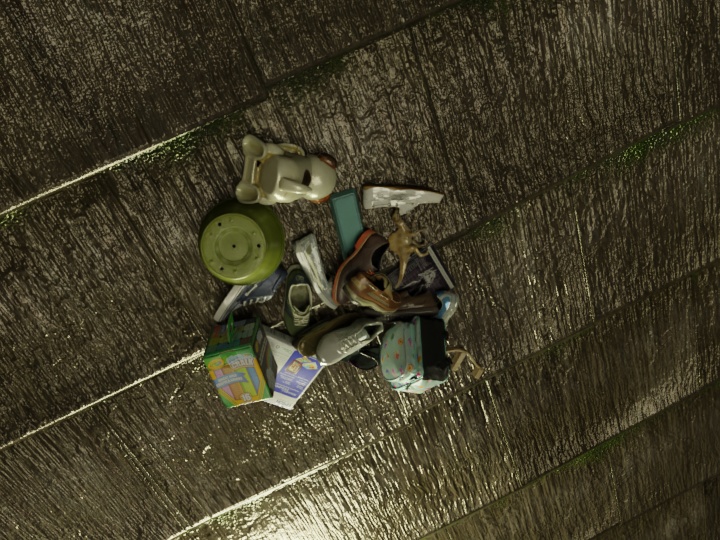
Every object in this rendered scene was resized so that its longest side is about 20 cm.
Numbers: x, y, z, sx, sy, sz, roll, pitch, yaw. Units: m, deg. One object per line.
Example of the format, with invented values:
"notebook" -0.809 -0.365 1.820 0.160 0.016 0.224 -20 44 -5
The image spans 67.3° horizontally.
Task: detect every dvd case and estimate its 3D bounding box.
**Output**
"dvd case" 0.141 0.039 1.434 0.199 0.016 0.149 -35 117 2

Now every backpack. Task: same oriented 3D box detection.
"backpack" 0.133 0.228 1.414 0.151 0.178 0.200 4 152 -16

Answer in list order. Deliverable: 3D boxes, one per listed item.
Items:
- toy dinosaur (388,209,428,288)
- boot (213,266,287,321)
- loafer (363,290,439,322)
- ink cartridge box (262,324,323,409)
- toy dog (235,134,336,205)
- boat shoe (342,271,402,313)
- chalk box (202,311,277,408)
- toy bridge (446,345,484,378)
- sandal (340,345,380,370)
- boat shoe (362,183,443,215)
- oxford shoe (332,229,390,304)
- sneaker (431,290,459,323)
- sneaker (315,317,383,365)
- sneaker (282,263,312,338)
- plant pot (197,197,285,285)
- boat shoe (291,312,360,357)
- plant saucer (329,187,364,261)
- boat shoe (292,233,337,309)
"toy dinosaur" 0.120 -0.061 1.372 0.099 0.058 0.203 -4 108 2
"boot" -0.262 0.058 1.286 0.090 0.073 0.201 36 100 -11
"loafer" 0.103 0.091 1.409 0.197 0.072 0.073 -2 158 -7
"ink cartridge box" -0.217 0.256 1.407 0.196 0.047 0.201 26 117 -25
"toy dog" -0.137 -0.208 1.157 0.199 0.192 0.142 -7 105 -49
"boat shoe" 0.043 0.049 1.282 0.074 0.076 0.199 -51 147 17
"chalk box" -0.285 0.197 1.268 0.122 0.125 0.202 -13 116 5
"toy bridge" 0.283 0.257 1.566 0.198 0.027 0.068 21 105 -24
"sandal" 0.003 0.236 1.433 0.199 0.048 0.076 20 114 -46
"boat shoe" 0.100 -0.168 1.298 0.197 0.071 0.070 2 105 -7
"oxford shoe" 0.000 0.000 1.304 0.071 0.072 0.202 26 93 -53
"sneaker" 0.205 0.141 1.470 0.071 0.072 0.202 18 116 -1
"sneaker" -0.025 0.167 1.328 0.199 0.080 0.071 -30 98 -36
"sneaker" -0.154 0.093 1.331 0.066 0.090 0.203 -5 115 -15
"plant pot" -0.260 -0.056 1.144 0.197 0.193 0.204 -1 96 -7
"boat shoe" -0.087 0.152 1.378 0.199 0.066 0.073 -26 122 -35
"plant saucer" -0.023 -0.097 1.325 0.069 0.019 0.203 -17 116 -8
"boat shoe" -0.096 0.006 1.320 0.064 0.075 0.204 -27 111 2
